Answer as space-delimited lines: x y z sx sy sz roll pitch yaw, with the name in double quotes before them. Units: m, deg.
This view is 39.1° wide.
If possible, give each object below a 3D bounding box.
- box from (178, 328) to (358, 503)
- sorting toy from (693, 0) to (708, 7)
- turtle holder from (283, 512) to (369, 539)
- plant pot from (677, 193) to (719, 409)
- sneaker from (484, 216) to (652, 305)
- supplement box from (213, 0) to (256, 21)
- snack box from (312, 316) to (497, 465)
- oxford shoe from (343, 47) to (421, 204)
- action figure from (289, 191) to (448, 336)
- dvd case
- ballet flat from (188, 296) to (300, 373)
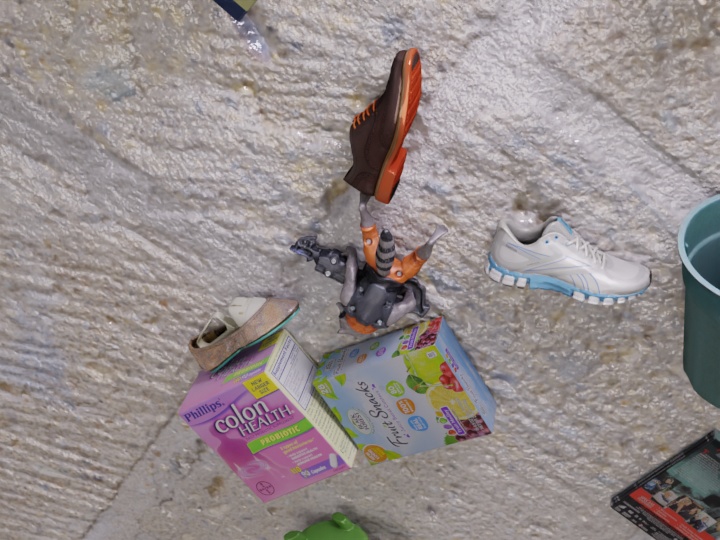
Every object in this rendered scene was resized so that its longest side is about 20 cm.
"box" -0.124 0.213 1.458 0.175 0.097 0.200 -27 113 30
"sorting toy" 0.371 -0.370 0.911 0.199 0.107 0.181 -19 110 27
"turtle holder" -0.027 0.465 1.600 0.185 0.141 0.132 -34 135 -10
"plant pot" 0.446 0.046 1.130 0.198 0.201 0.197 4 134 13
"sneaker" 0.249 -0.018 1.206 0.198 0.075 0.087 9 121 9
"supplement box" -0.121 -0.397 0.978 0.200 0.135 0.200 38 139 -13
"snack box" 0.062 0.170 1.393 0.199 0.068 0.169 -20 117 29
"oxford shoe" 0.022 -0.168 1.166 0.072 0.071 0.201 20 128 8
"action figure" 0.000 0.000 1.270 0.198 0.105 0.195 19 122 3
"dvd case" 0.469 0.315 1.408 0.146 0.022 0.200 35 127 -10
"ballet flat" -0.170 0.078 1.397 0.199 0.068 0.067 -34 103 31
